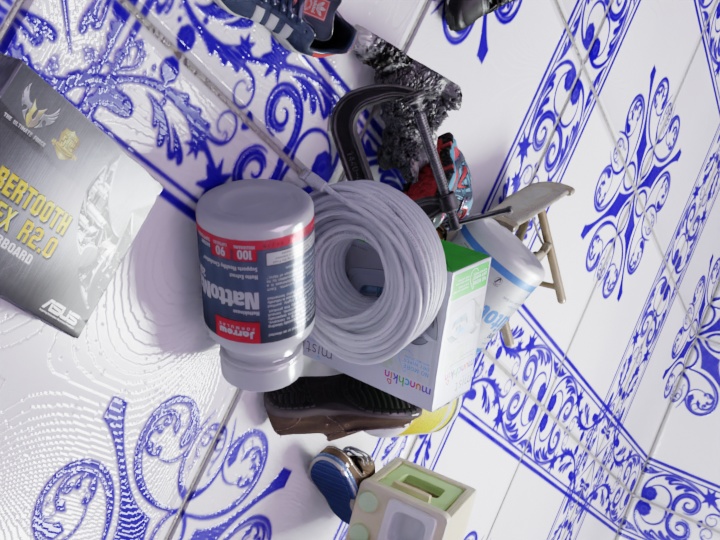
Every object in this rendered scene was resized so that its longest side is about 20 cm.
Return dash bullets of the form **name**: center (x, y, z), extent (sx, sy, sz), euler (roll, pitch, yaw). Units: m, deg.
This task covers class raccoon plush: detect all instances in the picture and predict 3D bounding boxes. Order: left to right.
- **raccoon plush**: center (0.027, -0.195, 1.214), extent (0.199, 0.097, 0.135), euler (25, 100, -30)

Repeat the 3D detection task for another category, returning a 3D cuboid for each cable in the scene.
- **cable**: center (0.000, 0.000, 1.129), extent (0.069, 0.199, 0.201), euler (-22, 128, -54)

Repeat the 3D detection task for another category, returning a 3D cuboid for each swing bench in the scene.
- **swing bench**: center (0.223, -0.022, 1.543), extent (0.198, 0.129, 0.202), euler (-27, 123, -48)

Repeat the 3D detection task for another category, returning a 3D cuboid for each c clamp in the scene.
- **c clamp**: center (0.061, -0.129, 1.169), extent (0.201, 0.170, 0.027), euler (64, 19, -13)

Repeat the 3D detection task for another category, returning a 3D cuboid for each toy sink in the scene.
- **toy sink**: center (0.060, 0.341, 1.358), extent (0.200, 0.130, 0.113), euler (-14, 121, -66)

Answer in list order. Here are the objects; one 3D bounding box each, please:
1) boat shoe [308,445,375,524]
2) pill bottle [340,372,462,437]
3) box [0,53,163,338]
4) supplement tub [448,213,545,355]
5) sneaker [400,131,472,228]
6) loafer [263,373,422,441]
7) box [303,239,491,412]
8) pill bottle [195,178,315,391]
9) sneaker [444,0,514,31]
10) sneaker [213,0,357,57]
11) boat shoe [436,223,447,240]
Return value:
- **boat shoe**: center (-0.019, 0.280, 1.389), extent (0.073, 0.072, 0.201), euler (-59, 157, -27)
- **pill bottle**: center (0.050, 0.170, 1.386), extent (0.200, 0.112, 0.113), euler (10, 98, -59)
- **box**: center (-0.266, -0.054, 0.828), extent (0.159, 0.048, 0.200), euler (-62, 148, -13)
- **supplement tub**: center (0.141, 0.035, 1.373), extent (0.200, 0.132, 0.132), euler (-51, 153, 16)
- **sneaker**: center (0.112, -0.098, 1.284), extent (0.096, 0.079, 0.200), euler (52, 30, -20)
- **loafer**: center (-0.023, 0.169, 1.249), extent (0.073, 0.198, 0.071), euler (-98, -164, -47)
- **box**: center (0.041, 0.045, 1.219), extent (0.096, 0.199, 0.178), euler (-19, 124, -51)
- **pill bottle**: center (-0.105, 0.019, 1.051), extent (0.119, 0.119, 0.201), euler (-33, 132, -45)
- **sneaker**: center (0.186, -0.381, 1.318), extent (0.200, 0.087, 0.076), euler (-52, 145, -27)
- **sneaker**: center (-0.070, -0.264, 0.985), extent (0.200, 0.084, 0.076), euler (18, 92, -59)
- **boat shoe**: center (0.084, -0.046, 1.363), extent (0.200, 0.068, 0.072), euler (-41, 137, -41)
